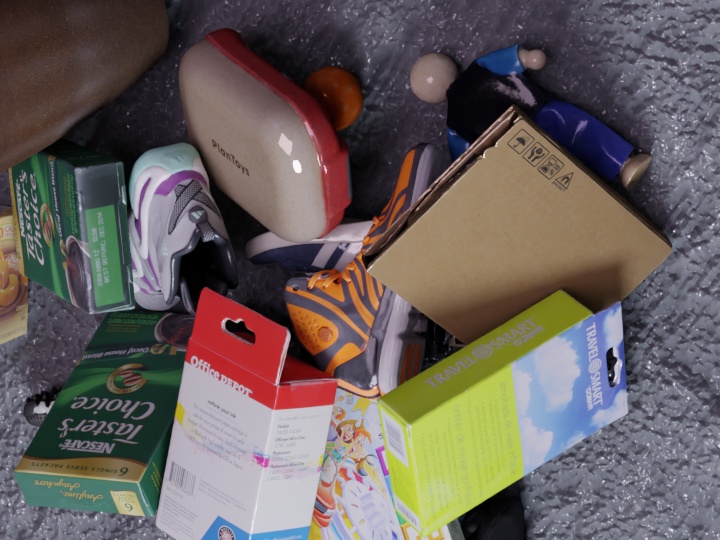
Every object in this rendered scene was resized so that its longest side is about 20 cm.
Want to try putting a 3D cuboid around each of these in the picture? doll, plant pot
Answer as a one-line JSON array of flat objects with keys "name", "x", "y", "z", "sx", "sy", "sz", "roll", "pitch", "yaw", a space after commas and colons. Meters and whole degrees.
[{"name": "doll", "x": 0.120, "y": -0.105, "z": 1.611, "sx": 0.199, "sy": 0.048, "sz": 0.137, "roll": 34, "pitch": 112, "yaw": 13}, {"name": "plant pot", "x": -0.260, "y": -0.185, "z": 1.670, "sx": 0.186, "sy": 0.199, "sz": 0.189, "roll": 33, "pitch": 135, "yaw": 42}]

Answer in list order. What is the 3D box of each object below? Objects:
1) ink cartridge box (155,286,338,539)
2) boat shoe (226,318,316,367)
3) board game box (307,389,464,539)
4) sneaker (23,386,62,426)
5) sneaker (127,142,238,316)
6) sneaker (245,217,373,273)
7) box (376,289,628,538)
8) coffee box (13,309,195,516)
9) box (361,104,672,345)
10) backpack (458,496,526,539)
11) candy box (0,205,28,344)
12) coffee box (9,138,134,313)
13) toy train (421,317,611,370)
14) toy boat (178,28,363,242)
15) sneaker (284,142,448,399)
[{"name": "ink cartridge box", "x": -0.086, "y": 0.124, "z": 1.610, "sx": 0.116, "sy": 0.067, "sz": 0.202, "roll": 24, "pitch": 108, "yaw": 44}, {"name": "boat shoe", "x": -0.041, "y": 0.070, "z": 1.706, "sx": 0.198, "sy": 0.074, "sz": 0.066, "roll": 33, "pitch": 122, "yaw": 11}, {"name": "board game box", "x": 0.003, "y": 0.187, "z": 1.628, "sx": 0.134, "sy": 0.034, "sz": 0.202, "roll": -25, "pitch": 71, "yaw": 17}, {"name": "sneaker", "x": -0.206, "y": 0.147, "z": 1.807, "sx": 0.198, "sy": 0.066, "sz": 0.092, "roll": 1, "pitch": 100, "yaw": 22}, {"name": "sneaker", "x": -0.145, "y": 0.008, "z": 1.683, "sx": 0.201, "sy": 0.077, "sz": 0.141, "roll": 99, "pitch": 150, "yaw": -55}, {"name": "sneaker", "x": 0.000, "y": 0.000, "z": 1.675, "sx": 0.198, "sy": 0.075, "sz": 0.085, "roll": -4, "pitch": 96, "yaw": 25}, {"name": "box", "x": 0.110, "y": 0.102, "z": 1.561, "sx": 0.048, "sy": 0.199, "sz": 0.123, "roll": 39, "pitch": 149, "yaw": 43}, {"name": "coffee box", "x": -0.191, "y": 0.115, "z": 1.722, "sx": 0.122, "sy": 0.201, "sz": 0.044, "roll": 4, "pitch": 133, "yaw": 23}, {"name": "box", "x": 0.119, "y": -0.012, "z": 1.551, "sx": 0.163, "sy": 0.200, "sz": 0.021, "roll": -44, "pitch": 39, "yaw": 13}, {"name": "backpack", "x": 0.022, "y": 0.255, "z": 1.698, "sx": 0.199, "sy": 0.153, "sz": 0.165, "roll": 12, "pitch": 107, "yaw": 36}, {"name": "candy box", "x": -0.357, "y": 0.017, "z": 1.771, "sx": 0.055, "sy": 0.200, "sz": 0.117, "roll": 8, "pitch": 104, "yaw": 22}, {"name": "coffee box", "x": -0.243, "y": -0.041, "z": 1.721, "sx": 0.200, "sy": 0.044, "sz": 0.124, "roll": -156, "pitch": 60, "yaw": -62}, {"name": "toy train", "x": 0.106, "y": 0.058, "z": 1.665, "sx": 0.198, "sy": 0.034, "sz": 0.046, "roll": 6, "pitch": 94, "yaw": 23}, {"name": "toy boat", "x": -0.056, "y": -0.122, "z": 1.652, "sx": 0.200, "sy": 0.130, "sz": 0.131, "roll": 39, "pitch": 146, "yaw": 40}, {"name": "sneaker", "x": 0.001, "y": -0.006, "z": 1.600, "sx": 0.111, "sy": 0.077, "sz": 0.202, "roll": 12, "pitch": 89, "yaw": 23}]
